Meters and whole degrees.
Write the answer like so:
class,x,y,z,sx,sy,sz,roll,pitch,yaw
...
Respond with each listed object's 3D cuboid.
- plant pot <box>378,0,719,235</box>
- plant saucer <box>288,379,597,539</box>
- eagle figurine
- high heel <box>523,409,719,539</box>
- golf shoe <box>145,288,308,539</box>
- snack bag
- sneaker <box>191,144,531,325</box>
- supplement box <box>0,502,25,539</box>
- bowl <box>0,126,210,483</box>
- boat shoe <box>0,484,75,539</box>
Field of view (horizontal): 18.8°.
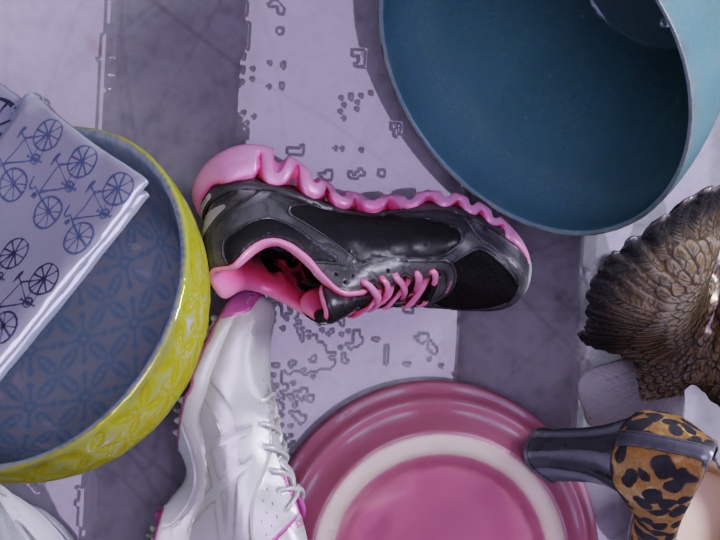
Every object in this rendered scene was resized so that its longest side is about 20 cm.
class,x,y,z,sx,sy,sz,roll,pitch,yaw
plant pot,0.128,-0.140,1.201,0.135,0.200,0.201,-40,98,-40
plant saucer,0.043,0.166,1.261,0.199,0.051,0.202,0,94,-6
eagle figurine,0.193,0.022,1.195,0.151,0.200,0.152,-19,96,-5
high heel,0.203,0.135,1.217,0.199,0.142,0.072,26,73,-26
golf shoe,-0.063,0.112,1.227,0.091,0.075,0.202,14,97,12
snack bag,-0.230,-0.020,1.175,0.200,0.021,0.189,37,86,35
sneaker,0.000,0.000,1.212,0.198,0.096,0.079,12,133,-10
supplement box,-0.192,0.231,1.179,0.101,0.103,0.201,-29,120,-4
bowl,-0.158,0.033,1.191,0.199,0.108,0.202,-11,62,22
boat shoe,-0.232,0.142,1.221,0.199,0.065,0.074,36,88,-7
